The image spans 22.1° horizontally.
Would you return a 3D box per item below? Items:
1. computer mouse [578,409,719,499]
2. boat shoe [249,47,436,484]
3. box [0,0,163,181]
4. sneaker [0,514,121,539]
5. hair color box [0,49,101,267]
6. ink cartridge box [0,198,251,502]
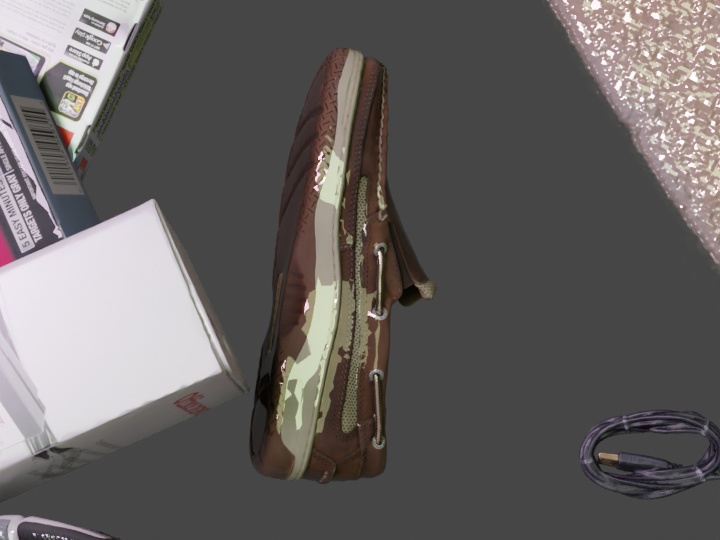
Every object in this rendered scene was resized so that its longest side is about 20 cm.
[{"bbox_3d":[0.203,0.106,0.880,0.198,0.034,0.059,16,100,7],"label":"computer mouse"},{"bbox_3d":[-0.001,0.000,0.874,0.074,0.075,0.205,10,89,-13],"label":"boat shoe"},{"bbox_3d":[-0.209,-0.126,0.899,0.198,0.035,0.111,25,84,3],"label":"box"},{"bbox_3d":[-0.155,0.136,0.822,0.198,0.115,0.076,-13,97,26],"label":"sneaker"},{"bbox_3d":[-0.228,-0.014,0.850,0.199,0.061,0.100,-26,86,11],"label":"hair color box"},{"bbox_3d":[-0.158,0.054,0.824,0.198,0.145,0.085,-23,84,-3],"label":"ink cartridge box"}]
